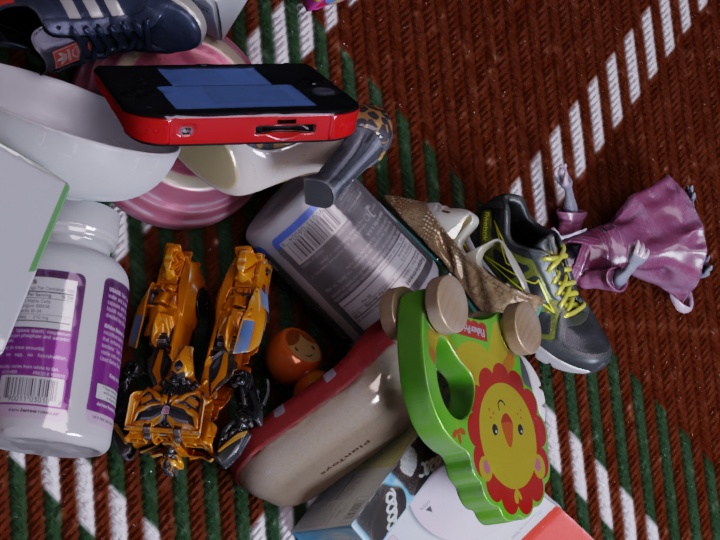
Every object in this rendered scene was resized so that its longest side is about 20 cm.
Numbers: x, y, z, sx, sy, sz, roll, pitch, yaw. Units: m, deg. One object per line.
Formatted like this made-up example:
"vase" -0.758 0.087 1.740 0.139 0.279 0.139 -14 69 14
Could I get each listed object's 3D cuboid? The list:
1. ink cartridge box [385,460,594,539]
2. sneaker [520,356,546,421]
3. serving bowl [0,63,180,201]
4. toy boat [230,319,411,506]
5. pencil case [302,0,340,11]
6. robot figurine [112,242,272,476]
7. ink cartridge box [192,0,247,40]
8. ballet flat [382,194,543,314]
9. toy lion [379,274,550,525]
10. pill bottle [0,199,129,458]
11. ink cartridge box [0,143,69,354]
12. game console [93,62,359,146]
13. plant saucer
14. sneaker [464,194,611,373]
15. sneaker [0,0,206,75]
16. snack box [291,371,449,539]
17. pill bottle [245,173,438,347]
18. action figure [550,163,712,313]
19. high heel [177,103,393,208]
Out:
"ink cartridge box" 0.112 0.259 1.430 0.200 0.057 0.163 44 96 -11
"sneaker" 0.122 0.170 1.485 0.084 0.074 0.202 14 72 -26
"serving bowl" -0.250 -0.104 1.258 0.198 0.200 0.066 17 104 -26
"toy boat" -0.038 0.106 1.364 0.199 0.131 0.131 -35 67 3
"pencil case" -0.049 -0.350 1.501 0.088 0.088 0.202 -26 92 -31
"robot figurine" -0.145 0.076 1.328 0.058 0.143 0.202 61 35 -56
"ink cartridge box" -0.140 -0.332 1.398 0.145 0.083 0.201 28 75 7
"ballet flat" 0.102 -0.016 1.479 0.065 0.070 0.200 -45 71 8
"toy lion" 0.099 0.117 1.323 0.199 0.068 0.194 19 63 -52
"pill bottle" -0.249 0.046 1.278 0.111 0.112 0.202 13 73 -27
"ink cartridge box" -0.318 -0.003 1.199 0.084 0.199 0.147 28 67 -24
"game console" -0.113 -0.146 1.300 0.198 0.177 0.031 -3 115 -19
"plant saucer" -0.163 -0.140 1.406 0.198 0.051 0.203 7 76 -28
"sneaker" 0.174 0.013 1.505 0.200 0.085 0.074 47 45 8
"sneaker" -0.232 -0.200 1.322 0.197 0.075 0.085 7 49 8
"snack box" 0.031 0.171 1.408 0.037 0.116 0.200 47 61 -12
"pill bottle" 0.000 0.000 1.431 0.200 0.113 0.114 46 61 -13
"action figure" 0.257 -0.025 1.614 0.198 0.150 0.135 -13 55 -13
"high heel" -0.075 -0.125 1.367 0.198 0.072 0.143 21 40 18
